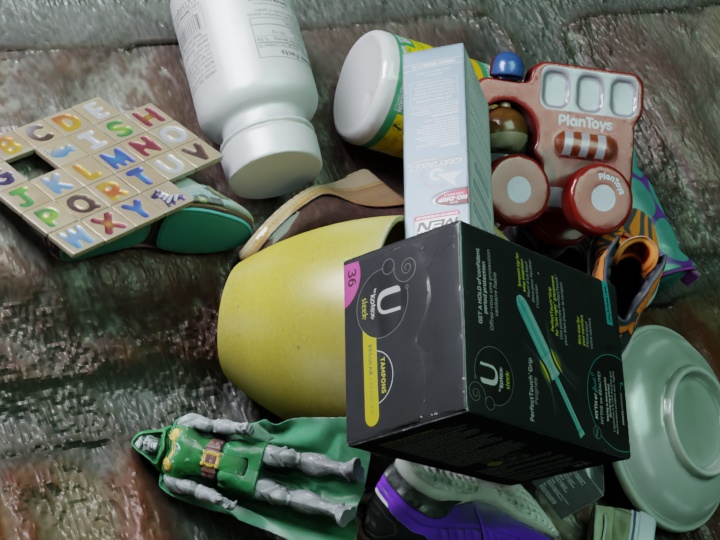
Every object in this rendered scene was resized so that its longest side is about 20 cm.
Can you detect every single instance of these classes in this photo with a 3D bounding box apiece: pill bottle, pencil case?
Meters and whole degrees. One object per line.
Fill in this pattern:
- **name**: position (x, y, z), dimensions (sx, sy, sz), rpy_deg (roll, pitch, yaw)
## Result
- **pill bottle**: position (-0.100, -0.174, 1.640), dimensions (0.114, 0.114, 0.201), rpy_deg (-1, 63, -32)
- **pencil case**: position (0.269, -0.070, 1.831), dimensions (0.092, 0.085, 0.201), rpy_deg (-7, 67, -39)
- **pill bottle**: position (0.084, -0.156, 1.747), dimensions (0.199, 0.113, 0.114), rpy_deg (15, 55, -25)

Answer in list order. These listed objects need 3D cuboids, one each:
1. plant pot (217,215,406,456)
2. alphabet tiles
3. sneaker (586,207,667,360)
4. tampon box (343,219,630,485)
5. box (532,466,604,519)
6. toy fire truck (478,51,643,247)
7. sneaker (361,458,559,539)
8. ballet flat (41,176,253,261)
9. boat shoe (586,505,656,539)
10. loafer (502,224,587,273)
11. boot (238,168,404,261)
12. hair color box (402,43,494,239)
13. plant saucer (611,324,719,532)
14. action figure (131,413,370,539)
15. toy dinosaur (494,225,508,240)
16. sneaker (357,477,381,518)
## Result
- **plant pot**: position (-0.039, 0.049, 1.508), dimensions (0.141, 0.201, 0.201), rpy_deg (5, 51, 14)
- **alphabet tiles**: position (-0.222, -0.089, 1.532), dimensions (0.167, 0.008, 0.199), rpy_deg (35, 43, 28)
- **sneaker**: position (0.257, -0.007, 1.678), dimensions (0.077, 0.112, 0.201), rpy_deg (19, 48, 0)
- **tampon box**: position (0.096, 0.071, 1.383), dimensions (0.199, 0.126, 0.151), rpy_deg (20, 60, -43)
- **box**: position (0.143, 0.101, 1.597), dimensions (0.200, 0.050, 0.158), rpy_deg (52, 19, -15)
- **toy fire truck**: position (0.168, -0.116, 1.679), dimensions (0.198, 0.112, 0.170), rpy_deg (6, 82, -15)
- **sneaker**: position (0.074, 0.209, 1.468), dimensions (0.199, 0.100, 0.070), rpy_deg (25, 18, -41)
- **ballet flat**: position (-0.187, -0.052, 1.548), dimensions (0.199, 0.069, 0.071), rpy_deg (-6, 54, -33)
- **boat shoe**: position (0.218, 0.300, 1.597), dimensions (0.062, 0.072, 0.201), rpy_deg (14, 48, 6)
- **loafer**: position (0.206, -0.001, 1.762), dimensions (0.072, 0.063, 0.201), rpy_deg (-20, 75, -38)
- **boot**: position (0.000, 0.000, 1.625), dimensions (0.199, 0.072, 0.167), rpy_deg (-29, 78, -44)
- **hair color box**: position (0.077, -0.085, 1.554), dimensions (0.099, 0.060, 0.201), rpy_deg (59, 26, -56)
- **plant saucer**: position (0.309, 0.147, 1.706), dimensions (0.199, 0.050, 0.202), rpy_deg (18, 65, -43)
- **action figure**: position (-0.095, 0.158, 1.429), dimensions (0.198, 0.055, 0.119), rpy_deg (9, 78, 21)
- **toy dinosaur**: position (0.151, 0.015, 1.587), dimensions (0.101, 0.058, 0.201), rpy_deg (33, 30, -48)
- **sneaker**: position (0.051, 0.173, 1.547), dimensions (0.129, 0.079, 0.201), rpy_deg (17, 64, -34)
